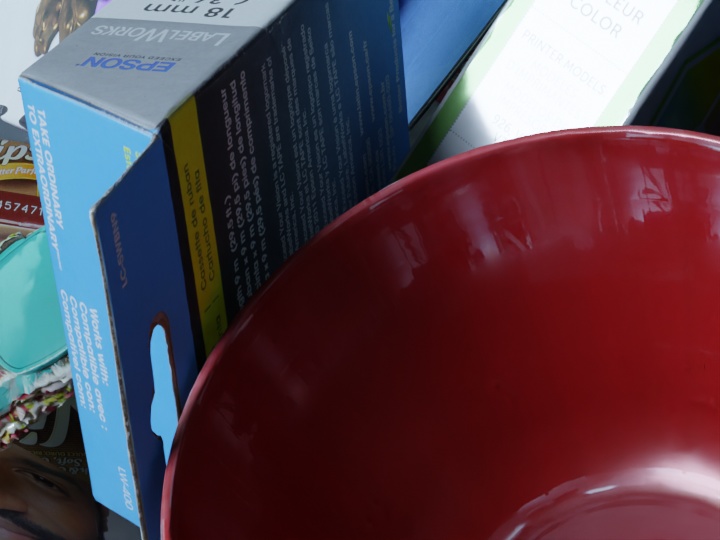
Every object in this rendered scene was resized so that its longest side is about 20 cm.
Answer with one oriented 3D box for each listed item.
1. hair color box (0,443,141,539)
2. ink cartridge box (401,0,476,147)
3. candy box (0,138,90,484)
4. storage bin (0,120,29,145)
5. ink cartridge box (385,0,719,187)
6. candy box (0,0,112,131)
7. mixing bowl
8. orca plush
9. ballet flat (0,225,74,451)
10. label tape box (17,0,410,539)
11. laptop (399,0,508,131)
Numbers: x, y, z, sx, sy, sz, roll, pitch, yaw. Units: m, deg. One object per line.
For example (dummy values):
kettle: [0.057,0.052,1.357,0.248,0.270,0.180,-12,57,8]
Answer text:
hair color box: [-0.128,0.156,0.889,0.064,0.111,0.200,-54,24,11]
ink cartridge box: [0.010,-0.077,0.914,0.200,0.085,0.146,-46,26,35]
candy box: [-0.146,0.030,0.968,0.200,0.115,0.055,101,178,-46]
storage bin: [-0.124,-0.037,1.028,0.134,0.200,0.146,-22,42,40]
ink cartridge box: [0.093,-0.074,0.668,0.059,0.104,0.200,37,102,23]
candy box: [-0.096,-0.132,0.820,0.200,0.071,0.168,22,96,41]
mixing bowl: [0.060,0.071,0.548,0.199,0.109,0.201,-11,49,14]
orca plush: [0.083,0.035,0.639,0.200,0.071,0.105,-54,23,15]
ballet flat: [-0.142,0.035,0.877,0.200,0.064,0.076,-33,61,26]
label tape box: [-0.048,-0.005,0.620,0.063,0.145,0.200,7,31,22]
laptop: [-0.027,-0.138,0.815,0.187,0.200,0.116,-51,-9,21]
